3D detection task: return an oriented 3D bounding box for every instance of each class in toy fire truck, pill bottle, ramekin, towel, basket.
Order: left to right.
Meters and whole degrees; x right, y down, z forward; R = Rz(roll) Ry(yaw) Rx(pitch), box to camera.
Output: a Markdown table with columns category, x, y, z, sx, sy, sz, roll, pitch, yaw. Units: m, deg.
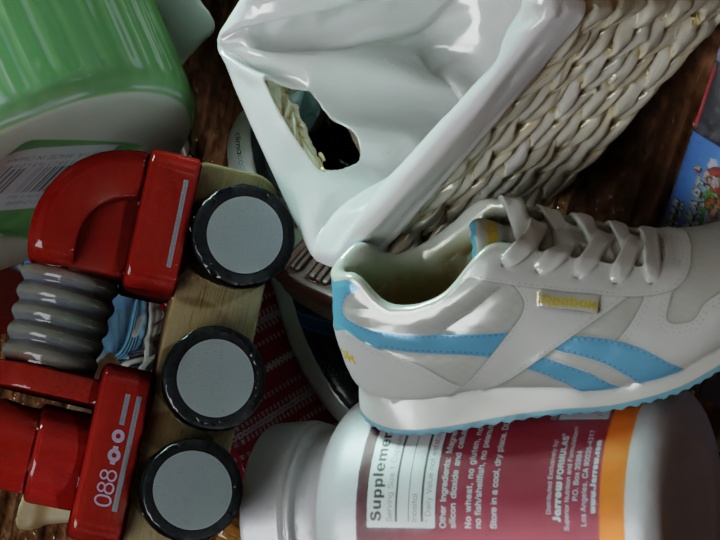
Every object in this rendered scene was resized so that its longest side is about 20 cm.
| category | x | y | z | sx | sy | sz | roll | pitch | yaw |
| --- | --- | --- | --- | --- | --- | --- | --- | --- | --- |
| ramekin | -0.175 | -0.076 | 1.109 | 0.200 | 0.199 | 0.098 | -46 | 67 | 46 |
| toy fire truck | -0.145 | 0.029 | 1.078 | 0.129 | 0.199 | 0.177 | 150 | 132 | -80 |
| towel | -0.036 | 0.059 | 1.194 | 0.022 | 0.144 | 0.201 | -24 | 93 | 32 |
| basket | 0.049 | -0.109 | 1.024 | 0.200 | 0.123 | 0.136 | -48 | 59 | 45 |
| pill bottle | 0.053 | 0.109 | 1.047 | 0.199 | 0.113 | 0.114 | -3 | 109 | 25 |

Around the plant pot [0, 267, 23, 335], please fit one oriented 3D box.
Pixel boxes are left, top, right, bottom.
| category | x | y | z | sx | sy | sz | roll | pitch | yaw |
| --- | --- | --- | --- | --- | --- | --- | --- | --- | --- |
| plant pot | -0.272 | -0.080 | 1.332 | 0.200 | 0.199 | 0.177 | 36 | 121 | 26 |

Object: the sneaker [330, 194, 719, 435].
| category | x | y | z | sx | sy | sz | roll | pitch | yaw |
| --- | --- | --- | --- | --- | --- | --- | --- | --- | --- |
| sneaker | 0.085 | 0.010 | 0.995 | 0.199 | 0.077 | 0.081 | -14 | 121 | 10 |

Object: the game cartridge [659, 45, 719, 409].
| category | x | y | z | sx | sy | sz | roll | pitch | yaw |
| --- | --- | --- | --- | --- | --- | --- | --- | --- | --- |
| game cartridge | 0.193 | -0.015 | 1.016 | 0.129 | 0.038 | 0.201 | 32 | 130 | 24 |

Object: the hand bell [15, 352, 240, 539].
| category | x | y | z | sx | sy | sz | roll | pitch | yaw |
| --- | --- | --- | --- | --- | --- | --- | --- | --- | --- |
| hand bell | -0.069 | 0.135 | 1.237 | 0.199 | 0.104 | 0.104 | 27 | 131 | 4 |

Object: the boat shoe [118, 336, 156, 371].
| category | x | y | z | sx | sy | sz | roll | pitch | yaw |
| --- | --- | --- | --- | --- | --- | --- | --- | --- | --- |
| boat shoe | -0.101 | 0.063 | 1.309 | 0.093 | 0.075 | 0.201 | 36 | 132 | 16 |

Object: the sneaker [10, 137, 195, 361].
| category | x | y | z | sx | sy | sz | roll | pitch | yaw |
| --- | --- | --- | --- | --- | --- | --- | --- | --- | --- |
| sneaker | -0.149 | -0.023 | 1.302 | 0.078 | 0.090 | 0.201 | 28 | 127 | 32 |

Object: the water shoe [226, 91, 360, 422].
| category | x | y | z | sx | sy | sz | roll | pitch | yaw |
| --- | --- | --- | --- | --- | --- | --- | --- | --- | --- |
| water shoe | 0.000 | 0.000 | 1.183 | 0.079 | 0.071 | 0.201 | -24 | 95 | 41 |

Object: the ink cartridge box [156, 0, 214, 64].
| category | x | y | z | sx | sy | sz | roll | pitch | yaw |
| --- | --- | --- | --- | --- | --- | --- | --- | --- | --- |
| ink cartridge box | -0.133 | -0.188 | 1.220 | 0.116 | 0.067 | 0.201 | -39 | 80 | 47 |

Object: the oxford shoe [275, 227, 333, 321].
| category | x | y | z | sx | sy | sz | roll | pitch | yaw |
| --- | --- | --- | --- | --- | --- | --- | --- | --- | --- |
| oxford shoe | 0.042 | 0.033 | 1.114 | 0.199 | 0.070 | 0.075 | 21 | 137 | 28 |
